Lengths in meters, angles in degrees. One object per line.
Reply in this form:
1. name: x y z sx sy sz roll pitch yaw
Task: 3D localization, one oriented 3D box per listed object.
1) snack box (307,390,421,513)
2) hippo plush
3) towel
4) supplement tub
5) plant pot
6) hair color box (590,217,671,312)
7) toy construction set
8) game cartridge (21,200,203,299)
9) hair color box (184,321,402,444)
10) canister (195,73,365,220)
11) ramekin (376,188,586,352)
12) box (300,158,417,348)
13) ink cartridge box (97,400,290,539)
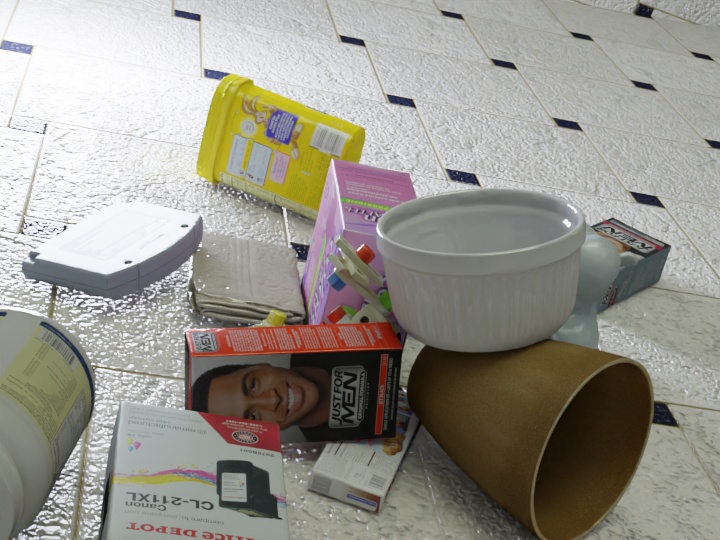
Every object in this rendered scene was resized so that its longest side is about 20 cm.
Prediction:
1. snack box: 0.011 0.167 1.339 0.072 0.024 0.200 17 24 9
2. hippo plush: 0.227 0.024 1.604 0.159 0.161 0.200 7 25 -16
3. towel: -0.133 0.012 1.585 0.132 0.035 0.200 11 23 -10
4. supplement tub: -0.304 0.130 1.093 0.144 0.146 0.200 14 24 0
5. plant pot: 0.146 0.135 1.315 0.200 0.187 0.186 25 25 38
6. hair color box: 0.331 -0.010 1.859 0.099 0.061 0.200 29 28 28
7. toy construction set: -0.038 0.057 1.370 0.131 0.200 0.092 48 25 6
8. game cartridge: -0.268 -0.025 1.544 0.133 0.042 0.200 17 28 20
9. hair color box: -0.065 0.108 1.294 0.199 0.102 0.061 -2 24 -12
10. canister: -0.106 -0.159 1.833 0.199 0.149 0.087 23 25 13
11. ramekin: 0.117 0.000 1.314 0.199 0.105 0.200 -5 20 2
12. box: 0.000 0.000 1.509 0.096 0.177 0.200 10 25 -11
13. ink cartridge box: -0.136 0.201 1.112 0.145 0.083 0.200 10 24 -12
